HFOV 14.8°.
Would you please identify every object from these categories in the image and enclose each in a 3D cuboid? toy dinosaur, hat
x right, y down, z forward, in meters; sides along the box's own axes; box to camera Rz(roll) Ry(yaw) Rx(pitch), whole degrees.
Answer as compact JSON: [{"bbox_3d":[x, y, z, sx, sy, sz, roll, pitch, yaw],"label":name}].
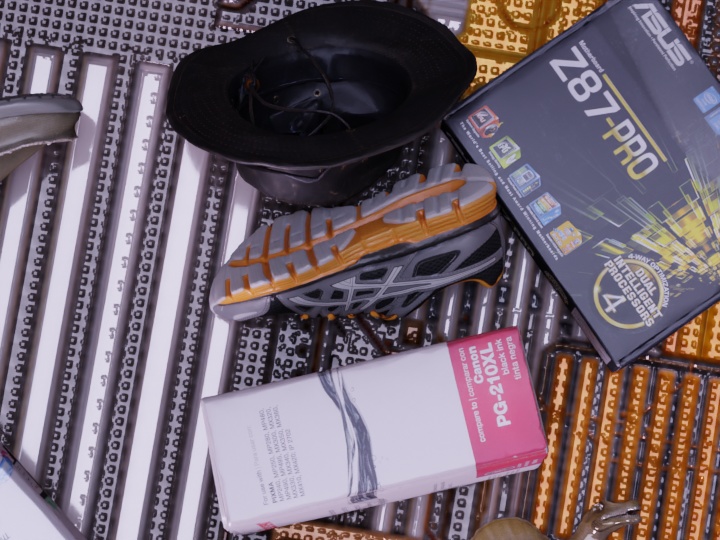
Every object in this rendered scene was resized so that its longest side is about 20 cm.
[{"bbox_3d":[0.090,0.207,1.756,0.200,0.058,0.101,-17,69,-8],"label":"toy dinosaur"},{"bbox_3d":[-0.021,-0.090,1.757,0.201,0.201,0.081,-7,123,0],"label":"hat"}]

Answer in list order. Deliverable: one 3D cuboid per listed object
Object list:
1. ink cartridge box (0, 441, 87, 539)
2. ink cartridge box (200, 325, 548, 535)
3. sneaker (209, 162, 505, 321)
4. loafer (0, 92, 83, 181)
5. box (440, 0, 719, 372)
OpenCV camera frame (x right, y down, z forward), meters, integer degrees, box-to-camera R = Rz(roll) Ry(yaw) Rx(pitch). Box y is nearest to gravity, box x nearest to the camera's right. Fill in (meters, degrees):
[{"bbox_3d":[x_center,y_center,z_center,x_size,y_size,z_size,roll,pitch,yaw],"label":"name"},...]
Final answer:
[{"bbox_3d":[-0.271,0.169,1.743,0.145,0.084,0.200,-42,84,-3],"label":"ink cartridge box"},{"bbox_3d":[0.008,0.101,1.714,0.200,0.145,0.084,-13,82,0],"label":"ink cartridge box"},{"bbox_3d":[0.000,0.000,1.763,0.200,0.078,0.077,-16,122,12],"label":"sneaker"},{"bbox_3d":[-0.268,-0.061,1.780,0.200,0.075,0.070,-19,96,4],"label":"loafer"},{"bbox_3d":[0.172,-0.060,1.776,0.161,0.049,0.200,-33,83,-5],"label":"box"}]
